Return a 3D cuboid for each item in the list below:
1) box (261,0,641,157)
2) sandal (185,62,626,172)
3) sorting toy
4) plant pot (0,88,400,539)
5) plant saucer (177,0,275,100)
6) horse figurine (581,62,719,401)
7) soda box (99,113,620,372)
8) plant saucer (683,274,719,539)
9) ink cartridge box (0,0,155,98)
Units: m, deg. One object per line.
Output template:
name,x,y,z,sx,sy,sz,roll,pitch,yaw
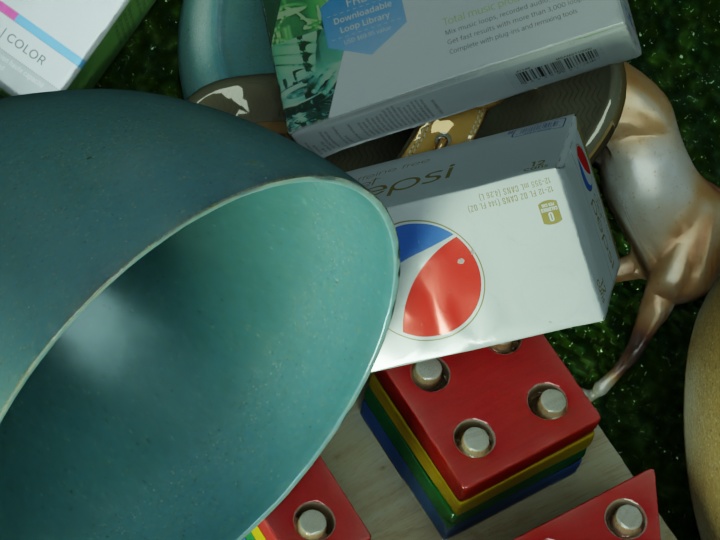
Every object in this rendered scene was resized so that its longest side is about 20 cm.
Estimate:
box,0.023,-0.159,0.959,0.143,0.036,0.201,-17,65,11
sandal,0.013,-0.062,0.975,0.198,0.054,0.081,-5,78,8
sorting toy,0.037,0.120,0.936,0.199,0.070,0.199,-24,66,-22
plant pot,-0.102,0.012,0.844,0.200,0.200,0.135,-46,62,-6
plant saucer,0.013,-0.109,1.026,0.199,0.027,0.202,-2,78,8
horse figurine,0.111,-0.035,1.048,0.132,0.050,0.201,-32,93,1
soda box,0.000,0.000,0.936,0.199,0.064,0.069,-13,109,19
plant saucer,0.180,0.075,0.997,0.035,0.200,0.202,-6,87,29
ink cartridge box,-0.121,-0.171,1.025,0.104,0.059,0.201,35,84,2
